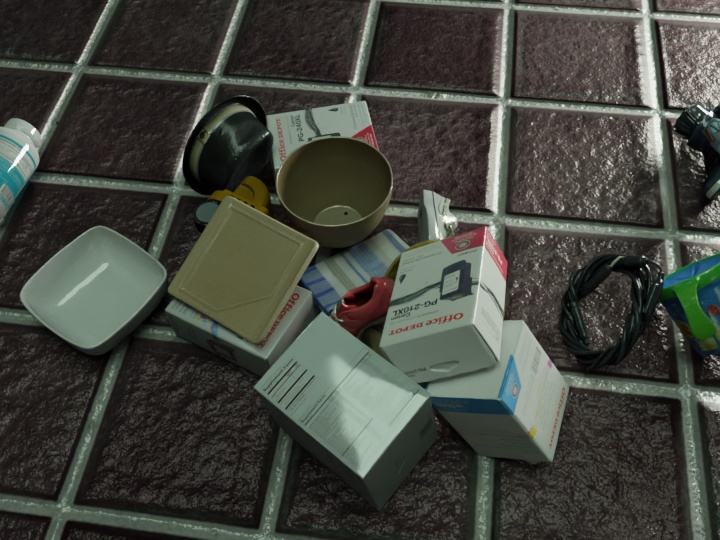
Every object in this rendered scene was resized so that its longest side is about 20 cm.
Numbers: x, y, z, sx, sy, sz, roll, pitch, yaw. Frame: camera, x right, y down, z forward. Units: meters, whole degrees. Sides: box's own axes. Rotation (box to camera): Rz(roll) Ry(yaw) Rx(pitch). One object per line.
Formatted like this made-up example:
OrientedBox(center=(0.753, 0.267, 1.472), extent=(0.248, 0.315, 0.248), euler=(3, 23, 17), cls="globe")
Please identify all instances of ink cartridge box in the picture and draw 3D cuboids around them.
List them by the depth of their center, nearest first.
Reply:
OrientedBox(center=(0.121, 0.048, 1.099), extent=(0.144, 0.084, 0.201), euler=(-18, 35, 28), cls="ink cartridge box")
OrientedBox(center=(0.206, 0.182, 1.125), extent=(0.125, 0.200, 0.129), euler=(-5, 48, 39), cls="ink cartridge box")
OrientedBox(center=(-0.193, 0.071, 1.280), extent=(0.199, 0.085, 0.145), euler=(23, 60, 16), cls="ink cartridge box")
OrientedBox(center=(-0.074, -0.232, 1.483), extent=(0.199, 0.084, 0.146), euler=(-10, 55, -5), cls="ink cartridge box")

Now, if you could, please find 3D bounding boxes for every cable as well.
OrientedBox(center=(0.383, 0.063, 1.235), extent=(0.163, 0.051, 0.201), euler=(15, 80, 51), cls="cable")

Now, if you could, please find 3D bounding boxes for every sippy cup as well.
OrientedBox(center=(0.548, 0.058, 1.223), extent=(0.177, 0.140, 0.131), euler=(-27, 88, -21), cls="sippy cup")

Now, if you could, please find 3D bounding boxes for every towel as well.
OrientedBox(center=(0.000, 0.000, 1.333), extent=(0.199, 0.024, 0.147), euler=(-25, 39, -15), cls="towel")

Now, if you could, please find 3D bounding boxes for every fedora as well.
OrientedBox(center=(-0.223, -0.210, 1.410), extent=(0.091, 0.201, 0.200), euler=(36, 64, 27), cls="fedora")

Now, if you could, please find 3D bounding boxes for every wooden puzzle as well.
OrientedBox(center=(-0.185, -0.002, 1.235), extent=(0.199, 0.037, 0.186), euler=(27, 81, 22), cls="wooden puzzle")

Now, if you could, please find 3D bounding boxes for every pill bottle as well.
OrientedBox(center=(-0.682, -0.192, 1.465), extent=(0.110, 0.111, 0.201), euler=(12, 56, 10), cls="pill bottle")

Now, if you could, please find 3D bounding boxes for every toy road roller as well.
OrientedBox(center=(-0.183, -0.076, 1.356), extent=(0.199, 0.123, 0.146), euler=(25, 60, 18), cls="toy road roller")

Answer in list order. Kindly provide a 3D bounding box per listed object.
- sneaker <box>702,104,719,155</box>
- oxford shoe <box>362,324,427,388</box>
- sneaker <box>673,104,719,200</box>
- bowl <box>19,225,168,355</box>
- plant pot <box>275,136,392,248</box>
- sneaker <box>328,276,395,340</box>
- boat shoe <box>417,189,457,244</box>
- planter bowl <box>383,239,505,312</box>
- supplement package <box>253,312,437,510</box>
OrientedBox(center=(0.687, -0.275, 1.398), extent=(0.200, 0.079, 0.096), euler=(-32, 69, -34), cls="sneaker")
OrientedBox(center=(0.040, 0.146, 1.229), extent=(0.075, 0.071, 0.200), euler=(-43, 58, -13), cls="oxford shoe")
OrientedBox(center=(0.638, -0.224, 1.444), extent=(0.146, 0.077, 0.202), euler=(36, 54, 11), cls="sneaker")
OrientedBox(center=(-0.441, 0.043, 1.316), extent=(0.199, 0.075, 0.200), euler=(31, 61, 22), cls="bowl")
OrientedBox(center=(-0.041, -0.117, 1.372), extent=(0.199, 0.135, 0.201), euler=(-2, 55, 2), cls="plant pot")
OrientedBox(center=(-0.019, 0.068, 1.211), extent=(0.200, 0.087, 0.074), euler=(-37, 49, 22), cls="sneaker")
OrientedBox(center=(0.136, -0.078, 1.356), extent=(0.065, 0.072, 0.200), euler=(10, 26, -3), cls="boat shoe")
OrientedBox(center=(0.136, 0.042, 1.261), extent=(0.199, 0.202, 0.083), euler=(11, 14, 10), cls="planter bowl")
OrientedBox(center=(-0.014, 0.203, 1.108), extent=(0.200, 0.192, 0.147), euler=(35, 71, 23), cls="supplement package")
